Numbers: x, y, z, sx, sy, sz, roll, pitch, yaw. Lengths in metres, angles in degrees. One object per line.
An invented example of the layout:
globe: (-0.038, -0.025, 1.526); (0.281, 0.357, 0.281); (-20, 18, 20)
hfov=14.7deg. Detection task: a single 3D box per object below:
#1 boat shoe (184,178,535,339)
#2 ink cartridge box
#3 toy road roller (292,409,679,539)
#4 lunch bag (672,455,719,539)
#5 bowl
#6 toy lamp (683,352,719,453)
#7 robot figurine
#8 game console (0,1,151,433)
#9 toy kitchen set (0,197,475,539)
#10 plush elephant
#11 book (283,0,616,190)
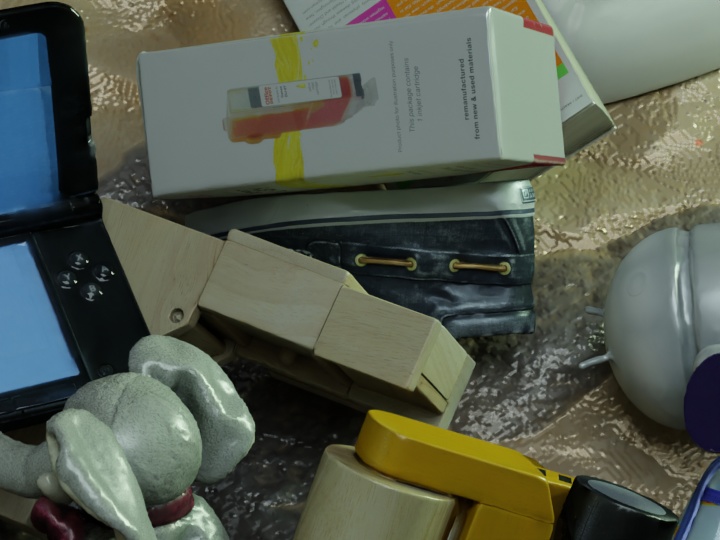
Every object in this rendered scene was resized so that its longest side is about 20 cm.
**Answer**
boat shoe: (0.000, 0.000, 1.568); (0.200, 0.071, 0.091); (-3, 91, 12)
ink cartridge box: (-0.003, -0.088, 1.530); (0.200, 0.145, 0.083); (-5, 90, 18)
toy road roller: (0.050, 0.142, 1.425); (0.200, 0.146, 0.123); (17, 98, -20)
lunch bag: (0.247, 0.189, 1.449); (0.200, 0.082, 0.161); (23, 78, 15)
bowl: (0.154, -0.211, 1.709); (0.200, 0.075, 0.200); (-18, 62, -17)
toy lamp: (0.256, 0.079, 1.453); (0.200, 0.058, 0.058); (13, 52, -38)
robot figurine: (0.220, 0.028, 1.537); (0.200, 0.170, 0.113); (-5, 102, 11)
game console: (-0.209, -0.016, 1.363); (0.200, 0.116, 0.176); (-13, 58, -21)
toy kitchen set: (-0.059, 0.091, 1.484); (0.200, 0.163, 0.180); (20, 79, 22)
plush elephant: (-0.120, 0.120, 1.330); (0.200, 0.165, 0.155); (-18, 93, 23)
book: (0.043, -0.133, 1.639); (0.134, 0.048, 0.200); (-32, 65, 10)
